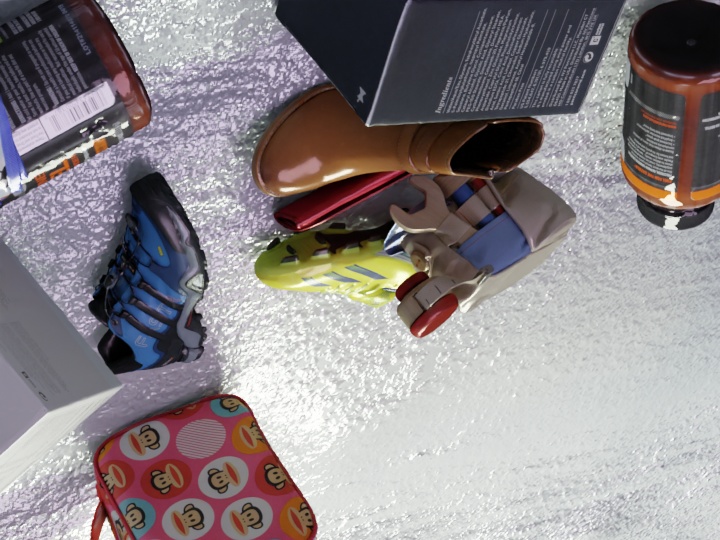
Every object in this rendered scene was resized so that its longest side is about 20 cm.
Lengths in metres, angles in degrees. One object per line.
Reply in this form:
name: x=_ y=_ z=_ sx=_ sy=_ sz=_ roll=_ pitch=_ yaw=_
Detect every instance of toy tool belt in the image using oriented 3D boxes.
toy tool belt: x=0.075 y=-0.034 z=1.454 sx=0.199 sy=0.123 sz=0.125 roll=-30 pitch=164 yaw=-39

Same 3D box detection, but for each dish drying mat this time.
dish drying mat: x=0.026 y=-0.084 z=1.442 sx=0.199 sy=0.077 sz=0.018 roll=-29 pitch=103 yaw=-12

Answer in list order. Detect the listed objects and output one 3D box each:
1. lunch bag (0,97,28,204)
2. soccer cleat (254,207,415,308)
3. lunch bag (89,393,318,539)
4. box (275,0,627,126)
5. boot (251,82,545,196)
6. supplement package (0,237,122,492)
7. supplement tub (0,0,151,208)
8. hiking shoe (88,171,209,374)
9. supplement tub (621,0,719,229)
lunch bag: x=-0.307 y=-0.110 z=1.056 sx=0.169 sy=0.124 sz=0.202 roll=-21 pitch=110 yaw=-15
soccer cleat: x=0.001 y=0.000 z=1.500 sx=0.199 sy=0.065 sz=0.084 roll=-12 pitch=118 yaw=-32
lunch bag: x=-0.142 y=0.209 z=1.499 sx=0.175 sy=0.200 sz=0.082 roll=-21 pitch=138 yaw=-15
box: x=0.064 y=-0.193 z=1.294 sx=0.199 sy=0.149 sz=0.108 roll=-8 pitch=133 yaw=-33
boot: x=0.029 y=-0.092 z=1.353 sx=0.199 sy=0.155 sz=0.077 roll=-20 pitch=120 yaw=-22
supplement package: x=-0.288 y=0.080 z=1.226 sx=0.150 sy=0.152 sz=0.200 roll=-41 pitch=177 yaw=5
supplement tub: x=-0.246 y=-0.099 z=1.183 sx=0.199 sy=0.107 sz=0.107 roll=-30 pitch=141 yaw=-9
hiking shoe: x=-0.168 y=0.013 z=1.380 sx=0.086 sy=0.075 sz=0.201 roll=-21 pitch=139 yaw=-20
supplement tub: x=0.281 y=-0.129 z=1.549 sx=0.106 sy=0.107 sz=0.201 roll=-23 pitch=140 yaw=-17
